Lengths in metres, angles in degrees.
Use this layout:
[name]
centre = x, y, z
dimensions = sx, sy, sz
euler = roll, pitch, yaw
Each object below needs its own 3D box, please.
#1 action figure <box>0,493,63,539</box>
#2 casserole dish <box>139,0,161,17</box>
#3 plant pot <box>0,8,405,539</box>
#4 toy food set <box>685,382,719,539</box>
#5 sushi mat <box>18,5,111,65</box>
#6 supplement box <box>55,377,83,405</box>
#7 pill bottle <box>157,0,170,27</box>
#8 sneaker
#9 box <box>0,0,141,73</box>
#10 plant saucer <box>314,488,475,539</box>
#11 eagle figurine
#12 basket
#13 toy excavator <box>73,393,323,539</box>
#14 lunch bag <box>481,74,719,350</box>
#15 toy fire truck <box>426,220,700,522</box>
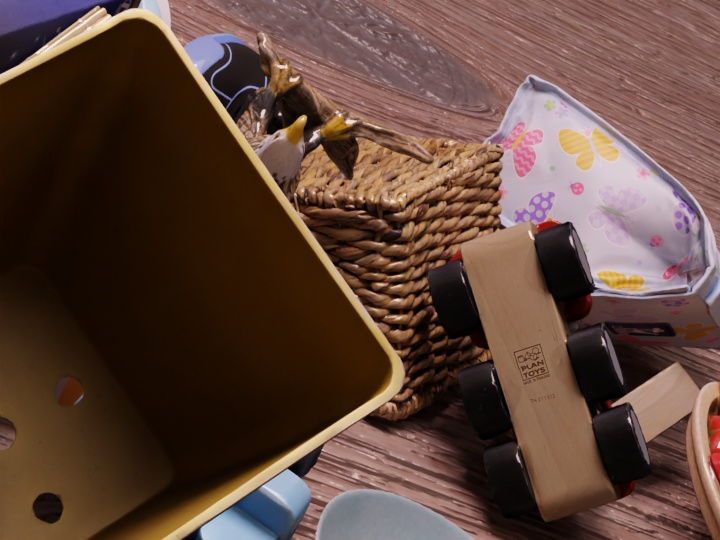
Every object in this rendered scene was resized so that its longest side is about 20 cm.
[action figure]
centre = -0.201, 0.075, 1.047
dimensions = 0.130, 0.069, 0.201
euler = 18, 41, -41
[casserole dish]
centre = -0.214, -0.152, 1.246
dimensions = 0.199, 0.039, 0.122
euler = 10, 55, -25
[plant pot]
centre = -0.138, 0.044, 0.927
dimensions = 0.199, 0.176, 0.201
euler = -31, 82, -32
[toy food set]
centre = 0.276, 0.158, 1.379
dimensions = 0.199, 0.048, 0.200
euler = 59, 24, -2
[sushi mat]
centre = -0.167, -0.045, 1.067
dimensions = 0.200, 0.012, 0.096
euler = -45, 113, -39
[supplement box]
centre = -0.199, -0.023, 1.207
dimensions = 0.199, 0.074, 0.126
euler = 35, 25, 6
[pill bottle]
centre = -0.228, -0.165, 1.370
dimensions = 0.199, 0.120, 0.120
euler = 10, 33, -39
[sneaker]
centre = -0.067, -0.109, 1.476
dimensions = 0.078, 0.070, 0.200
euler = 39, 14, 20
[box]
centre = -0.193, -0.091, 1.113
dimensions = 0.032, 0.122, 0.200
euler = 38, 30, 13
[plant saucer]
centre = 0.043, 0.202, 1.103
dimensions = 0.201, 0.039, 0.201
euler = 37, 24, -19
[eagle figurine]
centre = -0.063, -0.033, 1.193
dimensions = 0.151, 0.151, 0.201
euler = 11, 56, 19
[basket]
centre = 0.000, 0.000, 1.402
dimensions = 0.142, 0.150, 0.200
euler = 6, 16, 24
[toy excavator]
centre = -0.083, 0.143, 1.048
dimensions = 0.194, 0.100, 0.200
euler = 34, 39, 7
[lunch bag]
centre = 0.176, -0.021, 1.516
dimensions = 0.200, 0.127, 0.170
euler = 37, 0, 20
[toy fire truck]
centre = 0.140, 0.061, 1.368
dimensions = 0.200, 0.128, 0.177
euler = 20, 52, -76
